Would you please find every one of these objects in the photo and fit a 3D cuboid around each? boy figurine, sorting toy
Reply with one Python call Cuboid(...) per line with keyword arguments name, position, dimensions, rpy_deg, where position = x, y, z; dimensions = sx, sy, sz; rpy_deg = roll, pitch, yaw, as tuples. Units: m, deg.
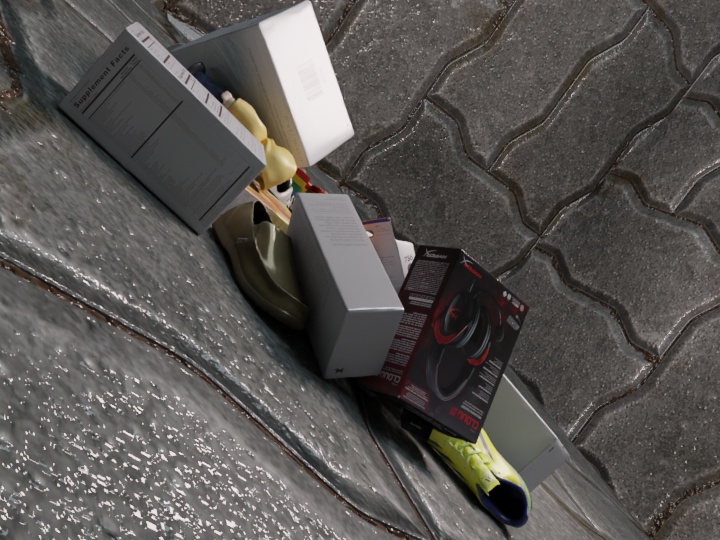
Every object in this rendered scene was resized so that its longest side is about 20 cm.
Cuboid(name="boy figurine", position=(-0.169, -0.186, 1.053), dimensions=(0.200, 0.064, 0.125), rpy_deg=(47, -23, 7))
Cuboid(name="sorting toy", position=(-0.123, -0.151, 1.442), dimensions=(0.199, 0.070, 0.200), rpy_deg=(44, -2, -21))

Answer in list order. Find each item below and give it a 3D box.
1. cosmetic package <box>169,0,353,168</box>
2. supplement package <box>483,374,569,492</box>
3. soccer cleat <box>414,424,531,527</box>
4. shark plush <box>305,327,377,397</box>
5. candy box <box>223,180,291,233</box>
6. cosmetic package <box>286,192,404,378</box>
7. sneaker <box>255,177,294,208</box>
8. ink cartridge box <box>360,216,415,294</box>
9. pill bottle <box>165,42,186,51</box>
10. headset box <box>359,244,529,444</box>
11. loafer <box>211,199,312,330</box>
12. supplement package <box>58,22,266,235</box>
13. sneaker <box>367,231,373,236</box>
Cuboid(name="cosmetic package", position=(-0.145, -0.256, 1.127), dimensions=(0.197, 0.123, 0.202), rpy_deg=(-1, -62, 40))
Cuboid(name="supplement package", position=(0.189, 0.218, 1.121), dimensions=(0.201, 0.117, 0.117), rpy_deg=(51, 2, 34))
Cuboid(name="soccer cleat", position=(0.144, 0.240, 0.972), dimensions=(0.200, 0.065, 0.084), rpy_deg=(46, 9, -6))
Cuboid(name="shark plush", position=(-0.033, 0.059, 0.932), dimensions=(0.201, 0.091, 0.083), rpy_deg=(52, 38, -1))
Cuboid(name="candy box", position=(-0.161, -0.095, 1.056), dimensions=(0.199, 0.055, 0.116), rpy_deg=(39, 8, -43))
Cuboid(name="cosmetic package", position=(-0.027, 0.012, 0.875), dimensions=(0.070, 0.103, 0.202), rpy_deg=(0, 42, -23))
Cuboid(name="sneaker", position=(-0.135, -0.118, 1.238), dimensions=(0.074, 0.089, 0.200), rpy_deg=(44, 5, 4))
Cuboid(name="ink cartridge box", position=(0.032, 0.033, 0.967), dimensions=(0.039, 0.098, 0.204), rpy_deg=(-24, 106, -47))
Cuboid(name="pill bottle", position=(-0.247, -0.259, 1.246), dimensions=(0.199, 0.111, 0.112), rpy_deg=(39, 9, -44))
Cuboid(name="headset box", position=(0.098, 0.096, 0.903), dimensions=(0.148, 0.203, 0.074), rpy_deg=(35, -17, -35))
Cuboid(name="loafer", position=(-0.107, -0.015, 0.873), dimensions=(0.201, 0.067, 0.076), rpy_deg=(51, 9, 36))
Cuboid(name="supplement package", position=(-0.213, -0.160, 0.861), dimensions=(0.200, 0.114, 0.110), rpy_deg=(44, 8, -21))
Cuboid(name="sneaker", position=(0.000, 0.000, 1.143), dimensions=(0.145, 0.081, 0.200), rpy_deg=(16, -21, 46))
